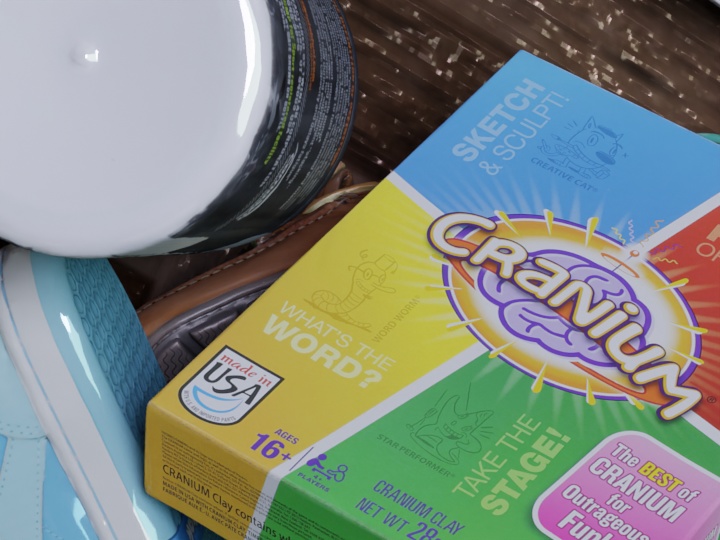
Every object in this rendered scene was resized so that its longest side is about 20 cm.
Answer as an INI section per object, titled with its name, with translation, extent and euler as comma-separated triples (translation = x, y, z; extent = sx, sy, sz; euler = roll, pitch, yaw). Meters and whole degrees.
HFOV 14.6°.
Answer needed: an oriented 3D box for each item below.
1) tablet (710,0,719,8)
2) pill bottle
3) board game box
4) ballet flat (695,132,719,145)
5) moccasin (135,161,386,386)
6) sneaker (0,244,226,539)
[tablet]
translation = 0.170, -0.186, 1.012
extent = 0.130, 0.014, 0.201
euler = 21, 91, -58
[pill bottle]
translation = -0.058, -0.057, 0.823
extent = 0.106, 0.200, 0.107
euler = 0, 91, 9
[board game box]
translation = 0.055, 0.029, 0.835
extent = 0.200, 0.153, 0.040
euler = -45, 152, -38
[ballet flat]
translation = 0.078, 0.047, 0.943
extent = 0.201, 0.067, 0.070
euler = -55, 160, -1
[moccasin]
translation = 0.000, -0.001, 0.943
extent = 0.201, 0.078, 0.074
euler = -29, 129, -30
[sneaker]
translation = -0.110, 0.095, 0.866
extent = 0.130, 0.080, 0.201
euler = -18, 101, 10
